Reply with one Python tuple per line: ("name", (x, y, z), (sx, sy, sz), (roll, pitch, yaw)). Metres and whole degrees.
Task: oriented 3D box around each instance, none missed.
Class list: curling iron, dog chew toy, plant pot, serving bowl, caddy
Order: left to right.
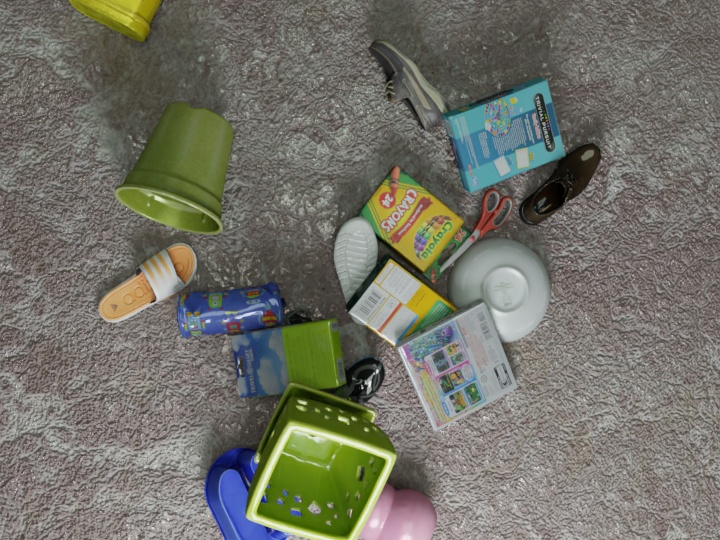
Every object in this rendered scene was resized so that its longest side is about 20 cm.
("plant pot", (-0.313, -0.188, 1.592), (0.199, 0.200, 0.186), (17, 76, -4))
("caddy", (-0.195, 0.418, 1.615), (0.141, 0.105, 0.201), (-25, 88, -26))
("plant pot", (-0.073, 0.313, 1.511), (0.198, 0.182, 0.201), (21, 108, -15))
("curling iron", (-0.065, 0.149, 1.669), (0.050, 0.026, 0.200), (-41, 92, -3))
("dog chew toy", (0.036, 0.440, 1.627), (0.199, 0.125, 0.125), (24, 87, 5))
("serving bowl", (0.266, 0.038, 1.680), (0.198, 0.066, 0.202), (0, 89, -5))

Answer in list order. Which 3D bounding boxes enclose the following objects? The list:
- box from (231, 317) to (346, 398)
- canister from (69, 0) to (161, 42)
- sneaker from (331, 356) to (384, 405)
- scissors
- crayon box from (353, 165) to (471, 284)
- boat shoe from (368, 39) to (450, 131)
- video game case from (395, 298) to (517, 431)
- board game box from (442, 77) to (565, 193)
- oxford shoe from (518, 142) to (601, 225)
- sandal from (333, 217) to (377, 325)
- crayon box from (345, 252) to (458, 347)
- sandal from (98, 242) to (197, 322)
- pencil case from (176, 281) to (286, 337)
("box", (-0.131, 0.161, 1.625), (0.198, 0.048, 0.123), (-10, 87, 21))
("canister", (-0.420, -0.544, 1.633), (0.148, 0.087, 0.201), (25, 85, -4))
("sneaker", (-0.027, 0.241, 1.632), (0.200, 0.083, 0.071), (-45, 100, 4))
("scissors", (0.221, -0.064, 1.685), (0.073, 0.014, 0.201), (37, 80, -34))
("crayon box", (0.103, -0.085, 1.678), (0.199, 0.051, 0.127), (38, 85, -3))
("boat shoe", (0.082, -0.345, 1.672), (0.073, 0.074, 0.200), (-44, 91, -5))
("video game case", (0.180, 0.176, 1.653), (0.181, 0.024, 0.201), (-27, 115, -5))
("board game box", (0.269, -0.253, 1.675), (0.198, 0.047, 0.152), (-21, 110, -5))
("oxford shoe", (0.389, -0.164, 1.687), (0.073, 0.084, 0.200), (42, 84, 0))
("sandal", (-0.008, 0.000, 1.669), (0.082, 0.050, 0.205), (-4, 103, -3))
("crayon box", (0.088, 0.079, 1.647), (0.199, 0.052, 0.126), (37, 97, -15))
("sandal", (-0.387, 0.029, 1.631), (0.206, 0.059, 0.079), (-36, 92, -5))
("pencil case", (-0.235, 0.068, 1.633), (0.198, 0.078, 0.088), (-8, 59, -4))
